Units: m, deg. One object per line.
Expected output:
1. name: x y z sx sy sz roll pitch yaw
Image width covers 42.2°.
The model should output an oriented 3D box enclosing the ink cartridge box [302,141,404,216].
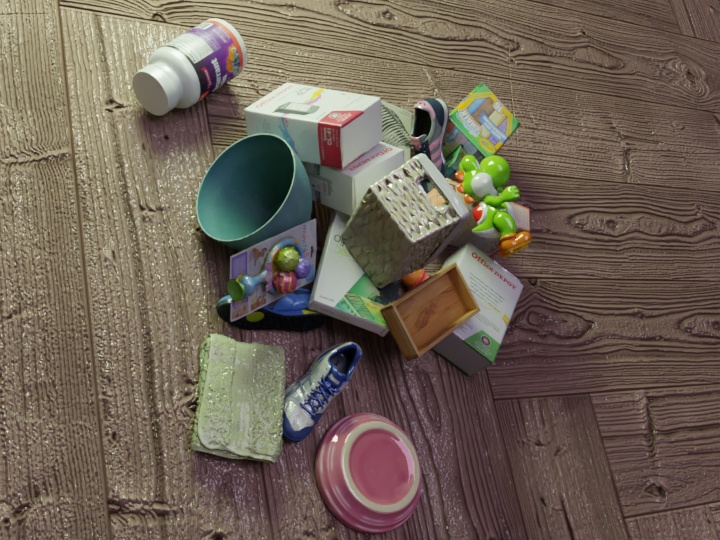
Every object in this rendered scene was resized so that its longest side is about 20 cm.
1. ink cartridge box: -0.038 -0.185 1.675 0.199 0.083 0.146 24 41 34

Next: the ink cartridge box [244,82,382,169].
1. ink cartridge box: -0.080 -0.255 1.628 0.199 0.086 0.148 15 36 25

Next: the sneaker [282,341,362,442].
1. sneaker: -0.068 0.190 1.533 0.075 0.088 0.200 40 53 -11

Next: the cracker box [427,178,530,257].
1. cracker box: 0.212 -0.100 1.824 0.199 0.134 0.058 17 61 -25

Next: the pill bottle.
1. pill bottle: -0.302 -0.355 1.643 0.111 0.111 0.200 47 52 -3

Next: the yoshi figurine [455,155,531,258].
1. yoshi figurine: 0.260 -0.132 1.725 0.112 0.112 0.201 -16 76 -51

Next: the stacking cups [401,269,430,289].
1. stacking cups: 0.061 -0.024 1.741 0.200 0.060 0.061 36 53 -15

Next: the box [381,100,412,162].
1. box: 0.050 -0.226 1.827 0.082 0.068 0.201 16 59 -24

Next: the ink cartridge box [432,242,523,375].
1. ink cartridge box: 0.205 0.072 1.766 0.145 0.084 0.201 37 53 -11

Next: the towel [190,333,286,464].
1. towel: -0.187 0.200 1.473 0.148 0.037 0.201 12 59 -18

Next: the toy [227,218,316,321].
1. toy: -0.126 0.003 1.495 0.047 0.116 0.200 24 34 35

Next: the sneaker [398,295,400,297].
1. sneaker: 0.037 0.066 1.669 0.078 0.066 0.201 -30 79 -18

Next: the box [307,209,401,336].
1. box: 0.000 0.000 1.613 0.144 0.036 0.201 20 58 -12

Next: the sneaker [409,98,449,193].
1. sneaker: 0.123 -0.236 1.831 0.082 0.070 0.201 -12 107 -49

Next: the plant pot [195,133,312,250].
1. plant pot: -0.158 -0.110 1.581 0.135 0.199 0.201 40 44 -50

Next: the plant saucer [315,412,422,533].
1. plant saucer: 0.023 0.329 1.545 0.200 0.051 0.202 15 59 -26

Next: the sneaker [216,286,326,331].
1. sneaker: -0.152 0.053 1.569 0.199 0.066 0.079 5 53 -31

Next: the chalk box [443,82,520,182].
1. chalk box: 0.212 -0.266 1.915 0.124 0.124 0.200 47 50 -4

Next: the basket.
1. basket: 0.067 -0.074 1.547 0.123 0.200 0.136 -31 78 -27

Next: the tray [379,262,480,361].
1. tray: 0.123 0.069 1.617 0.200 0.037 0.099 -30 94 -45
